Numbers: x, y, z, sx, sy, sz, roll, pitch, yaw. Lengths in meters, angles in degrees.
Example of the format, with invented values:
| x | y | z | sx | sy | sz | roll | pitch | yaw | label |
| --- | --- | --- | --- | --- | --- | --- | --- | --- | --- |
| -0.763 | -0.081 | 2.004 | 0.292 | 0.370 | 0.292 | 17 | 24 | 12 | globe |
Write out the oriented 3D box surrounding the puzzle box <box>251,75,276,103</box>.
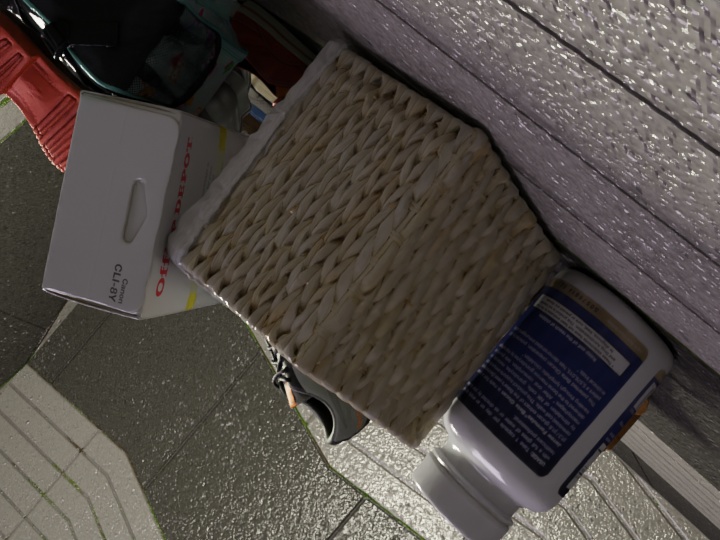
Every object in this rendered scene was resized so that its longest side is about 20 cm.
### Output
| x | y | z | sx | sy | sz | roll | pitch | yaw | label |
| --- | --- | --- | --- | --- | --- | --- | --- | --- | --- |
| -0.044 | -0.161 | 0.992 | 0.199 | 0.026 | 0.133 | 39 | -173 | -19 | puzzle box |

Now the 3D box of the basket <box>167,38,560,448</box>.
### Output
| x | y | z | sx | sy | sz | roll | pitch | yaw | label |
| --- | --- | --- | --- | --- | --- | --- | --- | --- | --- |
| 0.008 | -0.011 | 0.621 | 0.160 | 0.201 | 0.198 | 39 | 178 | 40 | basket |

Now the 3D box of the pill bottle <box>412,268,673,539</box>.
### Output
| x | y | z | sx | sy | sz | roll | pitch | yaw | label |
| --- | --- | --- | --- | --- | --- | --- | --- | --- | --- |
| 0.132 | 0.108 | 0.653 | 0.111 | 0.201 | 0.111 | 41 | 180 | 0 | pill bottle |

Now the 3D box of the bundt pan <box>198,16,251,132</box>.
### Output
| x | y | z | sx | sy | sz | roll | pitch | yaw | label |
| --- | --- | --- | --- | --- | --- | --- | --- | --- | --- |
| -0.198 | -0.195 | 0.821 | 0.201 | 0.202 | 0.076 | 42 | 160 | 1 | bundt pan |

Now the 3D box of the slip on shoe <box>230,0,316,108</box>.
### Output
| x | y | z | sx | sy | sz | roll | pitch | yaw | label |
| --- | --- | --- | --- | --- | --- | --- | --- | --- | --- |
| -0.049 | -0.159 | 0.776 | 0.199 | 0.061 | 0.074 | 42 | 178 | 8 | slip on shoe |

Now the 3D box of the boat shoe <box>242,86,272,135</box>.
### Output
| x | y | z | sx | sy | sz | roll | pitch | yaw | label |
| --- | --- | --- | --- | --- | --- | --- | --- | --- | --- |
| -0.097 | -0.135 | 0.947 | 0.199 | 0.073 | 0.072 | 42 | -173 | 15 | boat shoe |

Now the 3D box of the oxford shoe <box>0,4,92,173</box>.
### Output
| x | y | z | sx | sy | sz | roll | pitch | yaw | label |
| --- | --- | --- | --- | --- | --- | --- | --- | --- | --- |
| -0.243 | -0.146 | 0.713 | 0.201 | 0.070 | 0.073 | 52 | -155 | -29 | oxford shoe |

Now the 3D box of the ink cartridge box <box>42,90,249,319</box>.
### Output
| x | y | z | sx | sy | sz | roll | pitch | yaw | label |
| --- | --- | --- | --- | --- | --- | --- | --- | --- | --- |
| -0.154 | -0.049 | 0.681 | 0.082 | 0.149 | 0.200 | 13 | -176 | 9 | ink cartridge box |

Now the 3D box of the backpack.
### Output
| x | y | z | sx | sy | sz | roll | pitch | yaw | label |
| --- | --- | --- | --- | --- | --- | --- | --- | --- | --- |
| -0.175 | -0.213 | 0.675 | 0.175 | 0.154 | 0.200 | 39 | 179 | 10 | backpack |

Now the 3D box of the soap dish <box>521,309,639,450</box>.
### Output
| x | y | z | sx | sy | sz | roll | pitch | yaw | label |
| --- | --- | --- | --- | --- | --- | --- | --- | --- | --- |
| 0.191 | 0.115 | 0.914 | 0.155 | 0.082 | 0.200 | 5 | 152 | 42 | soap dish |

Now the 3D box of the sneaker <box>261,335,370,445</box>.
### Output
| x | y | z | sx | sy | sz | roll | pitch | yaw | label |
| --- | --- | --- | --- | --- | --- | --- | --- | --- | --- |
| -0.058 | 0.071 | 0.790 | 0.201 | 0.079 | 0.074 | 50 | 156 | -1 | sneaker |

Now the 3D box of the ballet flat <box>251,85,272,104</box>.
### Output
| x | y | z | sx | sy | sz | roll | pitch | yaw | label |
| --- | --- | --- | --- | --- | --- | --- | --- | --- | --- |
| -0.118 | -0.220 | 1.086 | 0.057 | 0.066 | 0.200 | 48 | -177 | 35 | ballet flat |

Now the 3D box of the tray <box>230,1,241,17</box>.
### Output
| x | y | z | sx | sy | sz | roll | pitch | yaw | label |
| --- | --- | --- | --- | --- | --- | --- | --- | --- | --- |
| -0.099 | -0.232 | 0.895 | 0.200 | 0.022 | 0.107 | 43 | 179 | 20 | tray |

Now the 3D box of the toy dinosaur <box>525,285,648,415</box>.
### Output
| x | y | z | sx | sy | sz | roll | pitch | yaw | label |
| --- | --- | --- | --- | --- | --- | --- | --- | --- | --- |
| 0.225 | 0.084 | 0.756 | 0.199 | 0.060 | 0.108 | 41 | -142 | -27 | toy dinosaur |
